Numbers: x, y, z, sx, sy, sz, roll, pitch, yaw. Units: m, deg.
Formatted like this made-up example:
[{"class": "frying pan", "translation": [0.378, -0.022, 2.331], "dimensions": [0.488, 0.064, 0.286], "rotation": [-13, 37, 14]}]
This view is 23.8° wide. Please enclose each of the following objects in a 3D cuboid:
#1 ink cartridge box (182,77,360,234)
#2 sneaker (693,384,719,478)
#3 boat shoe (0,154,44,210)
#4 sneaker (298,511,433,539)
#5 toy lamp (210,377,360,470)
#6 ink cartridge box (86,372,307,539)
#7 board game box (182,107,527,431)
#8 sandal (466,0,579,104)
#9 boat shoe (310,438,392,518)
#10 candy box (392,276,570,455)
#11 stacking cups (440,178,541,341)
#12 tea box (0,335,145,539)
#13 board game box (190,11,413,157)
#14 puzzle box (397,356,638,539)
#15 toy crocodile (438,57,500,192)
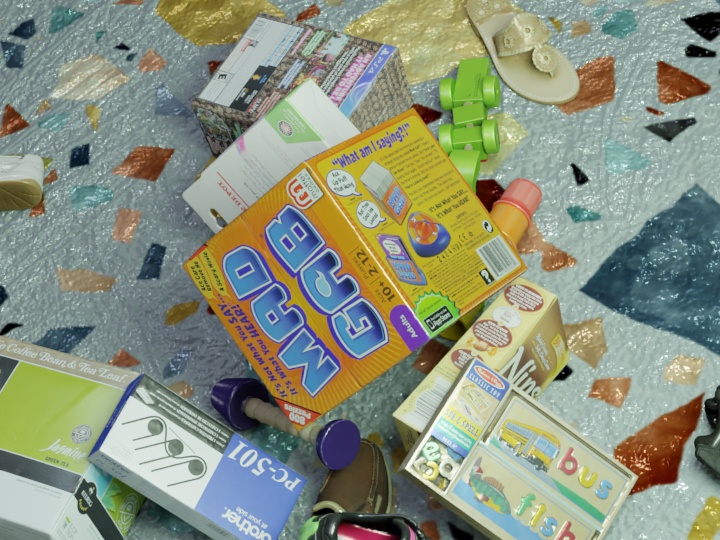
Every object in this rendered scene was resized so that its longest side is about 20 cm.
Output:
[{"class": "ink cartridge box", "translation": [-0.093, -0.108, 1.899], "dimensions": [0.200, 0.117, 0.067], "rotation": [-37, 9, 36]}, {"class": "sneaker", "translation": [0.388, 0.124, 1.646], "dimensions": [0.098, 0.071, 0.200], "rotation": [24, 64, 28]}, {"class": "boat shoe", "translation": [-0.480, -0.111, 2.083], "dimensions": [0.200, 0.071, 0.069], "rotation": [0, 51, 5]}, {"class": "sneaker", "translation": [0.042, 0.273, 1.589], "dimensions": [0.200, 0.084, 0.077], "rotation": [15, 62, -15]}, {"class": "toy lamp", "translation": [-0.082, 0.150, 1.745], "dimensions": [0.200, 0.058, 0.058], "rotation": [16, 57, 46]}, {"class": "ink cartridge box", "translation": [-0.159, 0.196, 1.687], "dimensions": [0.200, 0.044, 0.094], "rotation": [34, 60, -13]}, {"class": "board game box", "translation": [-0.004, -0.003, 1.667], "dimensions": [0.200, 0.200, 0.200], "rotation": [55, 38, 3]}, {"class": "sandal", "translation": [0.182, -0.281, 2.021], "dimensions": [0.078, 0.070, 0.212], "rotation": [-29, 51, -7]}, {"class": "boat shoe", "translation": [-0.016, 0.244, 1.666], "dimensions": [0.075, 0.075, 0.203], "rotation": [0, 53, 16]}, {"class": "candy box", "translation": [0.124, 0.115, 1.700], "dimensions": [0.055, 0.115, 0.200], "rotation": [31, 66, 32]}, {"class": "stacking cups", "translation": [0.133, -0.016, 1.844], "dimensions": [0.060, 0.061, 0.200], "rotation": [16, 55, 26]}, {"class": "tea box", "translation": [-0.330, 0.194, 1.758], "dimensions": [0.200, 0.134, 0.197], "rotation": [14, 59, 24]}, {"class": "board game box", "translation": [-0.067, -0.197, 2.009], "dimensions": [0.200, 0.097, 0.160], "rotation": [19, 60, 27]}, {"class": "puzzle box", "translation": [0.151, 0.191, 1.613], "dimensions": [0.200, 0.025, 0.133], "rotation": [36, 70, -6]}, {"class": "toy crocodile", "translation": [0.127, -0.171, 1.965], "dimensions": [0.067, 0.062, 0.200], "rotation": [-6, 47, 12]}]
